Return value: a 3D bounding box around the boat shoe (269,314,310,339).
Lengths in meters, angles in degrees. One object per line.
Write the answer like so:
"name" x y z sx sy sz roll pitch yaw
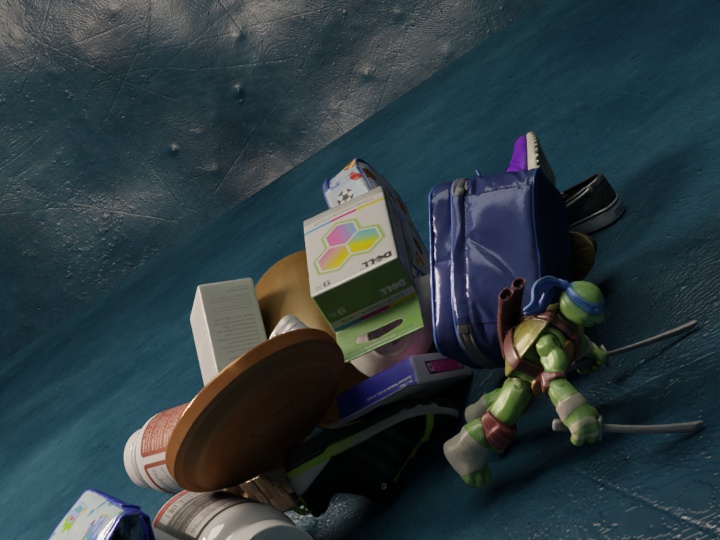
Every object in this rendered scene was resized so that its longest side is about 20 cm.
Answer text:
"boat shoe" -0.093 0.132 1.032 0.073 0.065 0.201 -7 -45 -50

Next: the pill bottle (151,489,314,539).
"pill bottle" -0.120 0.274 0.928 0.116 0.116 0.199 -43 17 -25

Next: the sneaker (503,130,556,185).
"sneaker" 0.181 -0.091 1.186 0.099 0.070 0.201 -19 36 22

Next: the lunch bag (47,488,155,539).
"lunch bag" -0.253 0.319 0.941 0.170 0.126 0.203 -8 73 60

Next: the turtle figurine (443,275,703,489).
"turtle figurine" 0.176 0.113 0.835 0.194 0.199 0.145 -50 29 32

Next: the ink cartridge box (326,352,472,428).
"ink cartridge box" 0.041 0.120 1.012 0.094 0.037 0.200 -30 -12 21

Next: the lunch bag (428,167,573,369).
"lunch bag" 0.133 -0.006 0.978 0.131 0.202 0.136 -9 -19 25

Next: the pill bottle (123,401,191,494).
"pill bottle" -0.221 0.230 1.281 0.199 0.113 0.112 -21 21 42

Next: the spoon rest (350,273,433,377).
"spoon rest" 0.067 0.039 1.093 0.199 0.100 0.061 -39 2 -1

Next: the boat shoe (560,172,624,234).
"boat shoe" 0.230 -0.064 1.242 0.199 0.068 0.072 -25 19 36

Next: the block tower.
"block tower" -0.122 0.250 1.119 0.199 0.058 0.054 -26 18 28

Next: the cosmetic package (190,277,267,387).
"cosmetic package" -0.147 0.123 1.172 0.070 0.202 0.102 -8 -22 -19

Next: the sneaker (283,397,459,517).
"sneaker" 0.016 0.191 0.982 0.198 0.084 0.072 -17 -14 -21

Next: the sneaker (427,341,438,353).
"sneaker" 0.129 0.037 1.154 0.200 0.075 0.084 -40 11 -13

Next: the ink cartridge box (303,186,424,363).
"ink cartridge box" 0.000 0.000 1.070 0.103 0.060 0.201 -24 35 11

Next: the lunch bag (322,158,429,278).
"lunch bag" 0.034 -0.036 1.253 0.075 0.160 0.201 -32 50 14

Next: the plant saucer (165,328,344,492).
"plant saucer" -0.093 0.140 0.935 0.199 0.032 0.201 -34 -28 -21

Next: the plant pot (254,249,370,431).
"plant pot" -0.039 0.098 1.193 0.186 0.187 0.200 -34 26 6

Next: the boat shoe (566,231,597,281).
"boat shoe" 0.185 0.031 1.085 0.200 0.074 0.065 -38 -15 29
